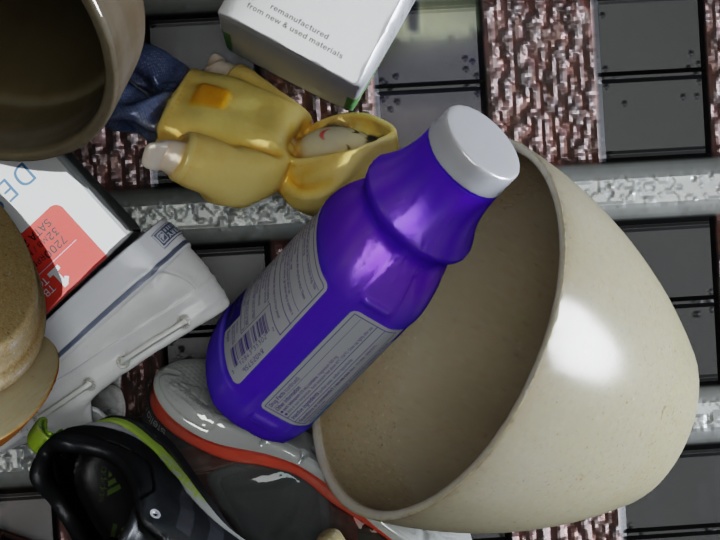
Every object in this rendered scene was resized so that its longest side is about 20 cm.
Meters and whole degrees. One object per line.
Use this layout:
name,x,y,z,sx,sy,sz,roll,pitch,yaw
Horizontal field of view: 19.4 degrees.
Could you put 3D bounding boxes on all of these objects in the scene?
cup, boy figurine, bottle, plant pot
cup,0.090,0.051,1.082,0.142,0.200,0.202,23,89,-30
boy figurine,-0.074,-0.076,1.091,0.198,0.124,0.065,23,120,8
bottle,0.000,0.000,1.051,0.065,0.084,0.200,30,123,-22
plant pot,-0.171,-0.182,1.007,0.199,0.200,0.174,28,55,-3

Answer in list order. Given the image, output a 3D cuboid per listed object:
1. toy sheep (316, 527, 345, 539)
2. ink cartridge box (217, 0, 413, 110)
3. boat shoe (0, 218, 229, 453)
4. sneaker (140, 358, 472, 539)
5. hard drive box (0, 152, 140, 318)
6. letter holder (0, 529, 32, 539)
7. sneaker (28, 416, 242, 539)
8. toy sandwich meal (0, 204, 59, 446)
toy sheep,-0.034,0.219,1.091,0.199,0.138,0.139,-24,92,29
ink cartridge box,0.009,-0.193,1.083,0.084,0.146,0.201,27,88,-2
boat shoe,-0.151,0.060,1.091,0.200,0.074,0.065,-42,92,22
sneaker,-0.033,0.123,1.131,0.199,0.077,0.082,30,115,-2
hard drive box,-0.238,-0.042,1.104,0.156,0.077,0.200,-43,93,-2
letter holder,-0.181,0.251,1.075,0.100,0.142,0.202,20,89,-3
sneaker,-0.092,0.147,1.005,0.200,0.083,0.072,42,104,25
toy sandwich meal,-0.234,0.010,0.997,0.204,0.205,0.070,35,121,-3
